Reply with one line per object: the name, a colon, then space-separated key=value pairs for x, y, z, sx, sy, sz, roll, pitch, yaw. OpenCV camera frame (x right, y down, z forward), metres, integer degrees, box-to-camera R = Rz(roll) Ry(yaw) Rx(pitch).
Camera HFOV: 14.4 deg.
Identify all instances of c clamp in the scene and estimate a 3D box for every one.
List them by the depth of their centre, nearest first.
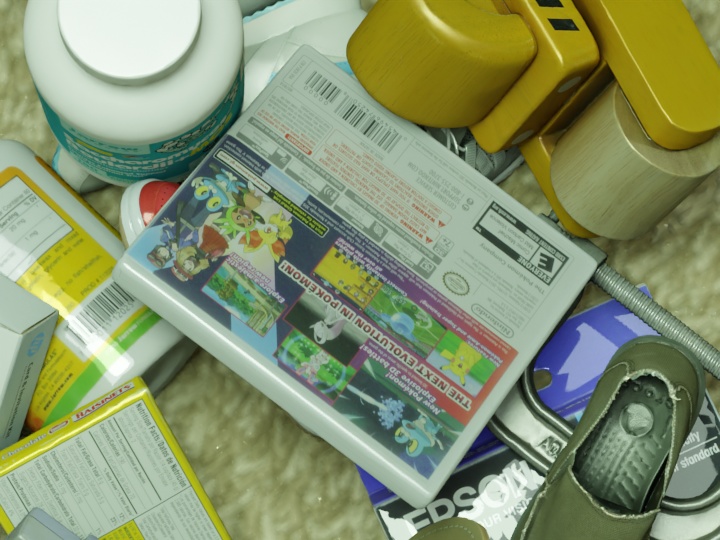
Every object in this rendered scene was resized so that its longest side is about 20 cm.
c clamp: x=0.153 y=0.048 z=1.547 sx=0.200 sy=0.027 sz=0.171 roll=44 pitch=83 yaw=9

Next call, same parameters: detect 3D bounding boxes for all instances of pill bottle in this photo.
pill bottle: x=-0.114 y=-0.111 z=1.453 sx=0.111 sy=0.200 sz=0.111 roll=0 pitch=82 yaw=-2
pill bottle: x=-0.191 y=-0.001 z=1.555 sx=0.200 sy=0.111 sz=0.111 roll=43 pitch=83 yaw=7

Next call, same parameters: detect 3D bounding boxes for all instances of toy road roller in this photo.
toy road roller: x=0.086 y=-0.106 z=1.496 sx=0.146 sy=0.123 sz=0.200 roll=-22 pitch=75 yaw=-32

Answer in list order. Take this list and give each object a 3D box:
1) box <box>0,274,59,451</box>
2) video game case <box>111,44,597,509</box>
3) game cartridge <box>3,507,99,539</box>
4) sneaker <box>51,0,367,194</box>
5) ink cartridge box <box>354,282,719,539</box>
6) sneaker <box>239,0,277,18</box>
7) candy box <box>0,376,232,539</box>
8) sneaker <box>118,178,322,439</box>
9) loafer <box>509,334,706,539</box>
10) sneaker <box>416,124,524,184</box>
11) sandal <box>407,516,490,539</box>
box: x=-0.269 y=0.040 z=1.524 sx=0.200 sy=0.041 sz=0.156 roll=30 pitch=121 yaw=15
video game case: x=0.000 y=0.000 z=1.481 sx=0.200 sy=0.023 sz=0.182 roll=37 pitch=57 yaw=1
game cartridge: x=-0.123 y=0.218 z=1.492 sx=0.200 sy=0.038 sz=0.130 roll=38 pitch=125 yaw=-8
sneaker: x=-0.077 y=-0.086 z=1.589 sx=0.200 sy=0.077 sz=0.081 roll=-26 pitch=82 yaw=-2
ink cartridge box: x=0.114 y=0.131 z=1.568 sx=0.198 sy=0.043 sz=0.200 roll=-25 pitch=79 yaw=-4
sneaker: x=-0.037 y=-0.198 z=1.591 sx=0.201 sy=0.108 sz=0.067 roll=-23 pitch=81 yaw=-4
candy box: x=-0.116 y=0.161 z=1.518 sx=0.102 sy=0.026 sz=0.200 roll=-29 pitch=115 yaw=-6
sneaker: x=-0.031 y=0.008 z=1.511 sx=0.200 sy=0.112 sz=0.071 roll=44 pitch=43 yaw=-32
loafer: x=0.120 y=0.128 z=1.498 sx=0.075 sy=0.070 sz=0.200 roll=20 pitch=93 yaw=10
sneaker: x=0.050 y=-0.071 z=1.581 sx=0.075 sy=0.082 sz=0.200 roll=35 pitch=80 yaw=5
sandal: x=0.025 y=0.213 z=1.516 sx=0.070 sy=0.078 sz=0.212 roll=27 pitch=120 yaw=-26
